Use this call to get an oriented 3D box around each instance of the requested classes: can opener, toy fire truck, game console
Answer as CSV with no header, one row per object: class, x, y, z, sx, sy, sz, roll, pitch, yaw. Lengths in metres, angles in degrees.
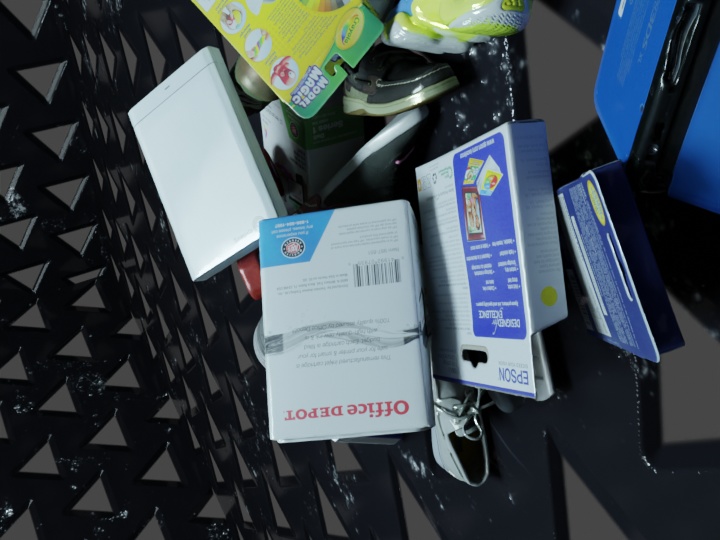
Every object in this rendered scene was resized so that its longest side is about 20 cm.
can opener,0.133,0.031,0.716,0.053,0.066,0.203,2,108,64
toy fire truck,-0.135,-0.051,0.925,0.200,0.111,0.170,-76,-36,-86
game console,0.228,-0.143,0.449,0.172,0.116,0.202,-89,2,-49

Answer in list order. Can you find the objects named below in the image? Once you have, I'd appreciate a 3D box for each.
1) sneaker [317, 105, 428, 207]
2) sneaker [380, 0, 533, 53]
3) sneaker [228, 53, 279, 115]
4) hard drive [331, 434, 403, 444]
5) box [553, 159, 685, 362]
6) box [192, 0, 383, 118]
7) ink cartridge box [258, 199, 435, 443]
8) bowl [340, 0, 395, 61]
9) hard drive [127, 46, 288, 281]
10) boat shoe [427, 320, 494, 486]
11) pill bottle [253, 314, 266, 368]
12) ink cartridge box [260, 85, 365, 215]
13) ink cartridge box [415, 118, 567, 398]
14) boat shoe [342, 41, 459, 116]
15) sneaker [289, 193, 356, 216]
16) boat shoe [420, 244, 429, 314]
sneaker,0.036,-0.098,0.846,0.099,0.071,0.200,48,140,-2
sneaker,0.080,-0.244,0.651,0.199,0.075,0.107,19,106,61
sneaker,-0.114,-0.205,0.859,0.090,0.066,0.201,-54,18,24
hard drive,-0.019,0.170,1.033,0.133,0.025,0.200,55,-169,24
box,0.173,-0.007,0.541,0.200,0.032,0.123,-12,-97,-84
box,-0.070,-0.244,0.718,0.117,0.048,0.201,-46,72,17
ink cartridge box,-0.011,0.050,0.718,0.084,0.142,0.204,43,-139,-75
bowl,-0.038,-0.291,0.776,0.198,0.090,0.205,1,92,25
hard drive,-0.161,-0.109,0.808,0.131,0.027,0.203,-28,81,28
boat shoe,0.110,0.154,0.847,0.086,0.074,0.205,30,136,56
pill bottle,-0.093,0.082,1.179,0.115,0.112,0.200,64,155,14
ink cartridge box,-0.060,-0.136,0.986,0.145,0.083,0.203,43,144,48
ink cartridge box,0.105,-0.005,0.656,0.197,0.046,0.204,171,91,-73
boat shoe,0.027,-0.194,0.776,0.200,0.071,0.067,20,131,66
sneaker,0.000,0.000,0.822,0.200,0.116,0.076,45,171,-7
boat shoe,0.076,0.023,0.828,0.200,0.069,0.072,35,138,53
